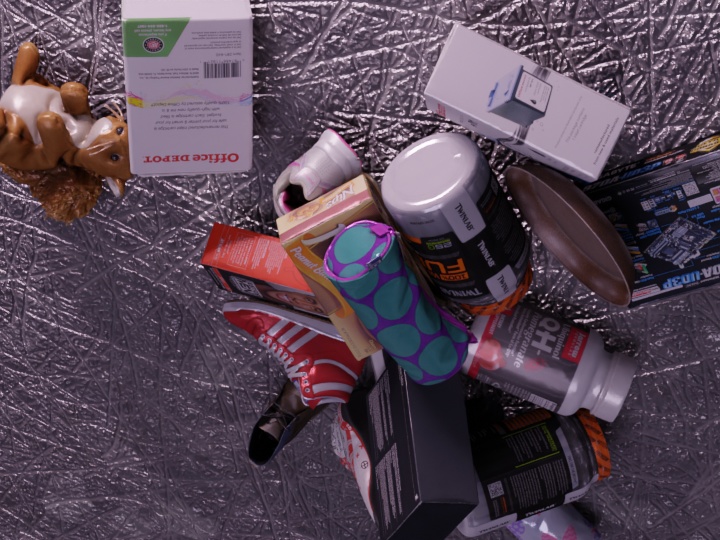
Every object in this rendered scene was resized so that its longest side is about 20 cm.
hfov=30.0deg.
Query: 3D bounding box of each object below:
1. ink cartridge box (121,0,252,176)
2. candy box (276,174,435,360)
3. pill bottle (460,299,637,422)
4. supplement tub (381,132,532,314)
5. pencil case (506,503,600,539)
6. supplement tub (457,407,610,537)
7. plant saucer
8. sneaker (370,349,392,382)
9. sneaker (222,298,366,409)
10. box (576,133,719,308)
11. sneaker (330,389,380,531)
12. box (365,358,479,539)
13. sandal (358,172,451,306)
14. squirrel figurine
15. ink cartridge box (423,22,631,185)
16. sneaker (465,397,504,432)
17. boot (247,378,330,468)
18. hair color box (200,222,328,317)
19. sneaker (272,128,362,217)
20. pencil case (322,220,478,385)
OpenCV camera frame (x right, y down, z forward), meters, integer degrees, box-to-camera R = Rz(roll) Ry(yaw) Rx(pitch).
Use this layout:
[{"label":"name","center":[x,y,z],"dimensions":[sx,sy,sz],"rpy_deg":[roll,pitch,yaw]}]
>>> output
[{"label":"ink cartridge box","center":[-0.199,-0.217,1.556],"dimensions":[0.144,0.084,0.201],"rpy_deg":[-3,126,-9]},{"label":"candy box","center":[0.000,0.000,1.551],"dimensions":[0.115,0.055,0.200],"rpy_deg":[-27,124,7]},{"label":"pill bottle","center":[0.225,0.107,1.618],"dimensions":[0.199,0.111,0.111],"rpy_deg":[22,128,7]},{"label":"supplement tub","center":[0.116,-0.047,1.523],"dimensions":[0.122,0.123,0.200],"rpy_deg":[-10,135,28]},{"label":"pencil case","center":[0.223,0.320,1.781],"dimensions":[0.200,0.083,0.091],"rpy_deg":[41,107,-10]},{"label":"supplement tub","center":[0.201,0.244,1.669],"dimensions":[0.199,0.123,0.123],"rpy_deg":[-17,121,-9]},{"label":"plant saucer","center":[0.235,-0.046,1.475],"dimensions":[0.032,0.200,0.200],"rpy_deg":[-42,105,-6]},{"label":"sneaker","center":[0.070,0.113,1.713],"dimensions":[0.111,0.073,0.200],"rpy_deg":[-14,141,-1]},{"label":"sneaker","center":[-0.094,0.111,1.736],"dimensions":[0.199,0.113,0.071],"rpy_deg":[16,168,4]},{"label":"box","center":[0.358,-0.055,1.492],"dimensions":[0.199,0.046,0.159],"rpy_deg":[-19,114,32]},{"label":"sneaker","center":[0.017,0.263,1.782],"dimensions":[0.108,0.067,0.202],"rpy_deg":[124,128,-67]},{"label":"box","center":[0.070,0.209,1.597],"dimensions":[0.078,0.201,0.141],"rpy_deg":[4,148,-16]},{"label":"sandal","center":[0.055,-0.043,1.618],"dimensions":[0.200,0.054,0.080],"rpy_deg":[51,159,-19]},{"label":"squirrel figurine","center":[-0.363,-0.154,1.690],"dimensions":[0.186,0.142,0.200],"rpy_deg":[18,143,-3]},{"label":"ink cartridge box","center":[0.172,-0.172,1.416],"dimensions":[0.199,0.146,0.086],"rpy_deg":[25,93,4]},{"label":"sneaker","center":[0.127,0.231,1.779],"dimensions":[0.078,0.066,0.200],"rpy_deg":[41,130,-21]},{"label":"boot","center":[-0.088,0.187,1.811],"dimensions":[0.075,0.097,0.200],"rpy_deg":[33,129,0]},{"label":"hair color box","center":[-0.090,0.005,1.683],"dimensions":[0.199,0.062,0.102],"rpy_deg":[14,163,13]},{"label":"sneaker","center":[-0.069,-0.085,1.595],"dimensions":[0.081,0.088,0.200],"rpy_deg":[45,151,13]},{"label":"pencil case","center":[0.045,0.037,1.501],"dimensions":[0.092,0.085,0.200],"rpy_deg":[-34,125,5]}]
